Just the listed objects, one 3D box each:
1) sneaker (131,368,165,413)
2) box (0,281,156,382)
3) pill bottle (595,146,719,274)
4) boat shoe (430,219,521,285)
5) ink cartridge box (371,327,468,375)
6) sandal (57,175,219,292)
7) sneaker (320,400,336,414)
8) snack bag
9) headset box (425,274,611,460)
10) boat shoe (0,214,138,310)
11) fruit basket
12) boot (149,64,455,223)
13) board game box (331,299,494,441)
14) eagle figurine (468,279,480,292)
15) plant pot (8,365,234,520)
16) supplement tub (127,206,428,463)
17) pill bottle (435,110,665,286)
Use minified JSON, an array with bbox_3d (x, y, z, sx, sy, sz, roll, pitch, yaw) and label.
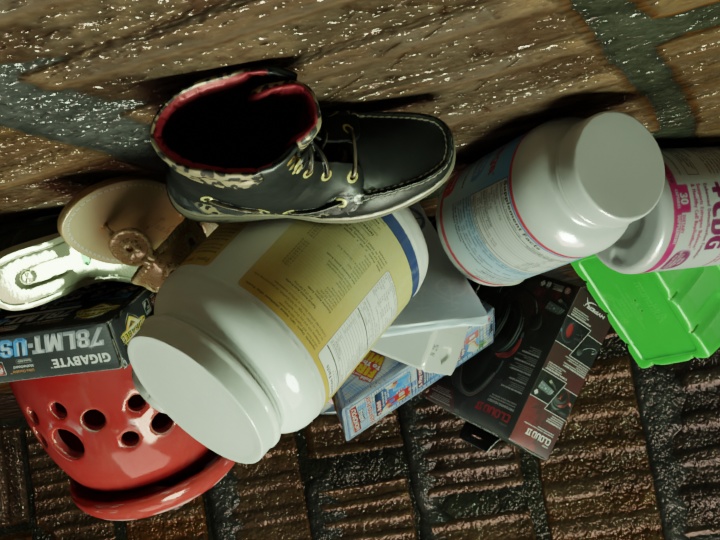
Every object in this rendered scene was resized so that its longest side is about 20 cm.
[{"bbox_3d":[-0.095,0.068,0.985,0.199,0.078,0.100,-8,142,-48],"label":"sneaker"},{"bbox_3d":[-0.253,0.035,1.009,0.198,0.050,0.199,-9,-160,20],"label":"box"},{"bbox_3d":[0.321,-0.060,1.081,0.198,0.115,0.113,-6,172,-29],"label":"pill bottle"},{"bbox_3d":[0.090,-0.027,1.238,0.197,0.074,0.061,6,128,-1],"label":"boat shoe"},{"bbox_3d":[0.000,0.025,1.102,0.198,0.087,0.147,20,180,17],"label":"ink cartridge box"},{"bbox_3d":[-0.137,-0.011,0.883,0.078,0.070,0.211,-51,153,9],"label":"sandal"},{"bbox_3d":[-0.097,0.149,1.387,0.198,0.071,0.082,-15,155,9],"label":"sneaker"},{"bbox_3d":[0.000,0.000,0.993,0.186,0.201,0.022,-7,128,-19],"label":"snack bag"},{"bbox_3d":[0.172,0.106,1.267,0.075,0.202,0.148,30,175,-36],"label":"headset box"},{"bbox_3d":[-0.215,-0.025,0.938,0.198,0.073,0.068,-13,-149,-24],"label":"boat shoe"},{"bbox_3d":[0.329,-0.021,1.239,0.214,0.219,0.155,-3,170,-41],"label":"fruit basket"},{"bbox_3d":[-0.033,-0.077,0.708,0.197,0.074,0.151,-4,172,-1],"label":"boot"},{"bbox_3d":[0.009,0.076,1.232,0.200,0.199,0.062,-43,147,-29],"label":"board game box"},{"bbox_3d":[0.066,0.034,1.373,0.198,0.153,0.152,-15,133,-2],"label":"eagle figurine"},{"bbox_3d":[-0.219,0.124,1.085,0.198,0.185,0.201,-13,-163,4],"label":"plant pot"},{"bbox_3d":[-0.058,0.024,0.823,0.200,0.145,0.144,-48,-166,-29],"label":"supplement tub"},{"bbox_3d":[0.149,-0.057,0.910,0.108,0.110,0.200,-6,171,-25],"label":"pill bottle"}]
